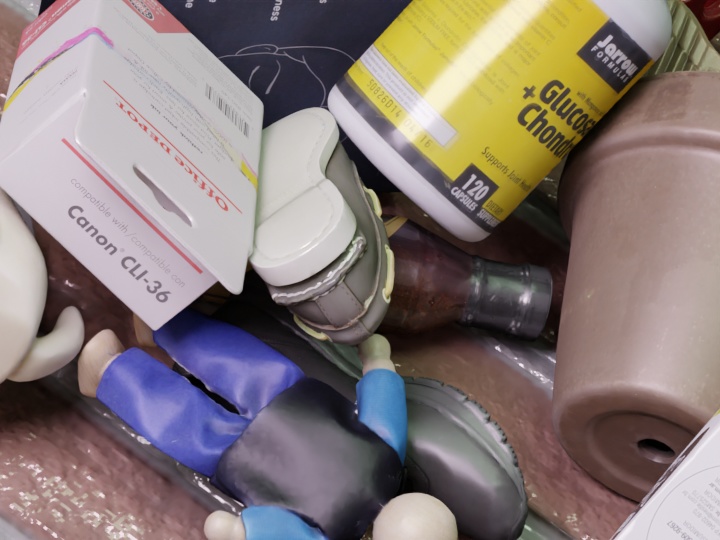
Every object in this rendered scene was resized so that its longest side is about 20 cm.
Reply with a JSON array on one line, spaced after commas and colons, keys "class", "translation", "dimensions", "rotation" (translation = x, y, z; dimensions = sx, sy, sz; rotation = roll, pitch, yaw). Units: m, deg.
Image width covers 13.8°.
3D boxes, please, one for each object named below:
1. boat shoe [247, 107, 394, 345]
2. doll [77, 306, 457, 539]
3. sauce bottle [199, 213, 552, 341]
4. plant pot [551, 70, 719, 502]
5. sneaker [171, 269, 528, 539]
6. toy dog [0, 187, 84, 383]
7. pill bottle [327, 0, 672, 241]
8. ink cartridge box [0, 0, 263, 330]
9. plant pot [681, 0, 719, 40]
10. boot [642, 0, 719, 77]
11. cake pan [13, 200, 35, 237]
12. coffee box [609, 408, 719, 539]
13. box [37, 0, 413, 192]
[{"class": "boat shoe", "translation": [-0.025, -0.023, 1.457], "dimensions": [0.060, 0.072, 0.202], "rotation": [55, 6, -21]}, {"class": "doll", "translation": [-0.035, 0.078, 1.405], "dimensions": [0.200, 0.048, 0.136], "rotation": [35, 62, 24]}, {"class": "sauce bottle", "translation": [0.000, 0.000, 1.555], "dimensions": [0.200, 0.066, 0.066], "rotation": [12, 43, -13]}, {"class": "plant pot", "translation": [0.178, 0.024, 1.527], "dimensions": [0.200, 0.200, 0.175], "rotation": [24, 58, 3]}, {"class": "sneaker", "translation": [-0.008, 0.084, 1.468], "dimensions": [0.200, 0.076, 0.091], "rotation": [32, 52, 22]}, {"class": "toy dog", "translation": [-0.218, -0.046, 1.405], "dimensions": [0.194, 0.140, 0.200], "rotation": [10, 42, -26]}, {"class": "pill bottle", "translation": [0.086, -0.120, 1.510], "dimensions": [0.112, 0.200, 0.112], "rotation": [43, 6, -6]}, {"class": "ink cartridge box", "translation": [-0.110, -0.054, 1.414], "dimensions": [0.116, 0.067, 0.200], "rotation": [44, 20, -20]}, {"class": "plant pot", "translation": [0.138, -0.199, 1.728], "dimensions": [0.200, 0.183, 0.201], "rotation": [11, 43, -11]}, {"class": "boot", "translation": [0.175, -0.069, 1.632], "dimensions": [0.200, 0.166, 0.072], "rotation": [30, 67, 13]}, {"class": "cake pan", "translation": [-0.264, -0.016, 1.482], "dimensions": [0.200, 0.037, 0.200], "rotation": [11, 43, -11]}, {"class": "coffee box", "translation": [0.230, 0.136, 1.329], "dimensions": [0.200, 0.200, 0.198], "rotation": [42, 86, 7]}, {"class": "box", "translation": [-0.056, -0.152, 1.582], "dimensions": [0.196, 0.200, 0.124], "rotation": [1, 40, -21]}]
